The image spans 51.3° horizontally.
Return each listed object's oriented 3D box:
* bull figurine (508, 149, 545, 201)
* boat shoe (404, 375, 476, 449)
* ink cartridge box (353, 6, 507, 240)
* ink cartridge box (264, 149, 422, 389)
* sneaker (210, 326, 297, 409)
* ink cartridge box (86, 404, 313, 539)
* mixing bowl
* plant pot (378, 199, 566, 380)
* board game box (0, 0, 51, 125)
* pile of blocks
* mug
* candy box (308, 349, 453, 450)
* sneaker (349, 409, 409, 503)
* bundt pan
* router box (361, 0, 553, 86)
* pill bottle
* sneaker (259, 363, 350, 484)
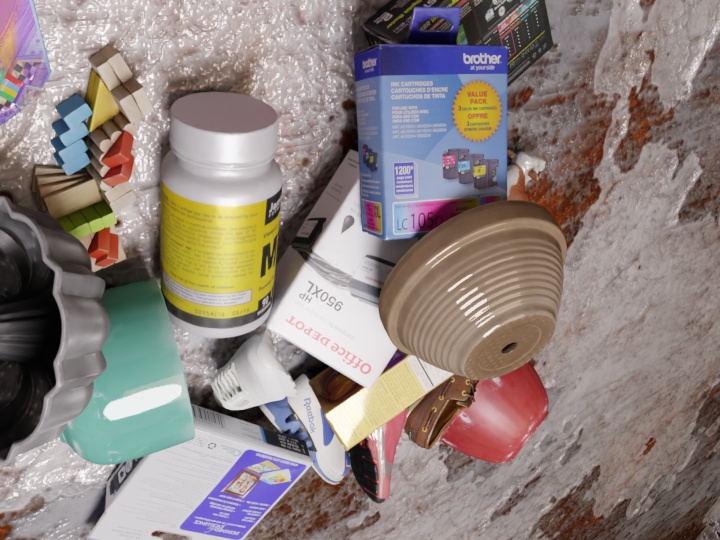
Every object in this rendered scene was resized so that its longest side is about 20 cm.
[{"bbox_3d":[0.189,-0.060,0.988,0.202,0.064,0.122,-60,152,-23],"label":"bull figurine"},{"bbox_3d":[0.139,0.171,1.080,0.201,0.067,0.072,-48,140,-3],"label":"boat shoe"},{"bbox_3d":[0.067,-0.138,0.709,0.133,0.076,0.206,-6,99,-20],"label":"ink cartridge box"},{"bbox_3d":[0.000,0.000,0.799,0.143,0.084,0.202,32,93,-22],"label":"ink cartridge box"},{"bbox_3d":[-0.119,0.117,0.805,0.079,0.078,0.200,-20,167,-15],"label":"sneaker"},{"bbox_3d":[-0.189,0.255,0.882,0.196,0.044,0.201,26,112,-36],"label":"ink cartridge box"},{"bbox_3d":[0.225,0.226,1.178,0.200,0.108,0.201,-44,160,-20],"label":"mixing bowl"},{"bbox_3d":[0.123,0.037,0.721,0.196,0.094,0.203,-17,143,-13],"label":"plant pot"},{"bbox_3d":[-0.297,-0.173,0.506,0.156,0.039,0.204,-24,132,-28],"label":"board game box"},{"bbox_3d":[-0.224,-0.080,0.627,0.081,0.062,0.204,-6,122,-39],"label":"pile of blocks"},{"bbox_3d":[-0.225,0.111,0.692,0.112,0.152,0.189,-14,117,-20],"label":"mug"},{"bbox_3d":[0.040,0.111,0.877,0.198,0.117,0.057,-33,106,-6],"label":"candy box"},{"bbox_3d":[0.035,0.225,1.038,0.085,0.073,0.206,-12,106,-29],"label":"sneaker"},{"bbox_3d":[-0.273,0.045,0.585,0.205,0.200,0.075,-60,156,13],"label":"bundt pan"},{"bbox_3d":[0.110,-0.251,0.804,0.199,0.062,0.151,-42,139,-10],"label":"router box"},{"bbox_3d":[-0.130,-0.051,0.695,0.112,0.114,0.204,-15,129,-33],"label":"pill bottle"},{"bbox_3d":[-0.041,0.194,0.983,0.115,0.080,0.201,-41,137,-7],"label":"sneaker"}]
